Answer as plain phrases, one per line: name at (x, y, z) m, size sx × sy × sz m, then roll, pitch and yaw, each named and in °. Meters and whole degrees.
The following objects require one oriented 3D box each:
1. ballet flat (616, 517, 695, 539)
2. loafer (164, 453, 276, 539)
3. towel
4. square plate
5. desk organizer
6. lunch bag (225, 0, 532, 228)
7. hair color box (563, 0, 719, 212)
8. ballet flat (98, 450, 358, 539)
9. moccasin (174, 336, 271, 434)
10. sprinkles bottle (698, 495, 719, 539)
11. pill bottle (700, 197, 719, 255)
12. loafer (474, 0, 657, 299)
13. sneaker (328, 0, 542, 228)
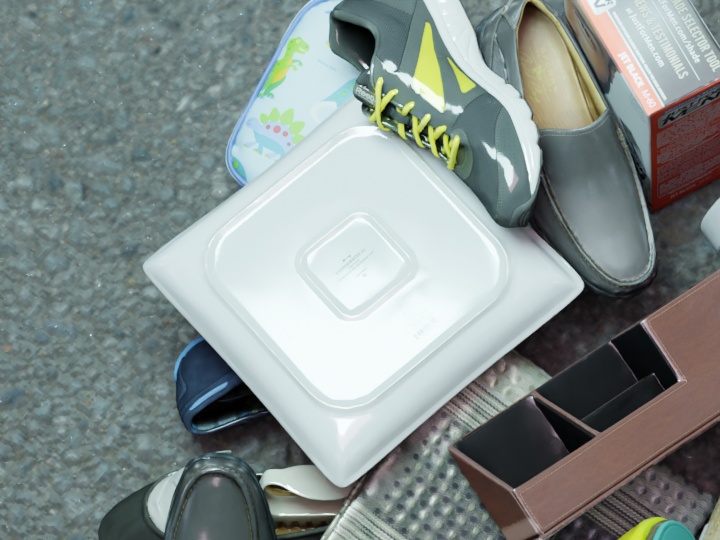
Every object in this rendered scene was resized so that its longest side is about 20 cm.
ballet flat at (0.144, 0.228, 1.637) m, size 0.067 × 0.067 × 0.200 m, roll -19°, pitch 30°, yaw 40°
loafer at (-0.089, 0.213, 1.687) m, size 0.073 × 0.072 × 0.200 m, roll 1°, pitch 101°, yaw 4°
towel at (0.091, 0.161, 1.719) m, size 0.200 × 0.035 × 0.193 m, roll 37°, pitch 79°, yaw -5°
square plate at (0.000, 0.000, 1.706) m, size 0.200 × 0.028 × 0.198 m, roll -39°, pitch 69°, yaw -10°
desk organizer at (0.158, 0.084, 1.688) m, size 0.200 × 0.072 × 0.077 m, roll -32°, pitch 86°, yaw -17°
lunch bag at (0.029, -0.081, 1.793) m, size 0.200 × 0.082 × 0.161 m, roll 25°, pitch 80°, yaw 13°
hair color box at (0.178, -0.121, 1.723) m, size 0.064 × 0.200 × 0.111 m, roll -28°, pitch 73°, yaw -3°
ballet flat at (-0.070, 0.145, 1.749) m, size 0.200 × 0.068 × 0.068 m, roll -3°, pitch 49°, yaw 5°
moccasin at (-0.021, 0.063, 1.753) m, size 0.200 × 0.080 × 0.068 m, roll -22°, pitch 39°, yaw 20°
sprinkles bottle at (0.232, 0.191, 1.700) m, size 0.068 × 0.068 × 0.200 m, roll 22°, pitch 79°, yaw 12°
pill bottle at (0.304, 0.024, 1.714) m, size 0.112 × 0.112 × 0.200 m, roll -36°, pitch 74°, yaw -4°
loafer at (0.128, -0.077, 1.708) m, size 0.073 × 0.072 × 0.200 m, roll -26°, pitch 83°, yaw -13°
sneaker at (0.043, -0.098, 1.704) m, size 0.085 × 0.074 × 0.200 m, roll -14°, pitch 53°, yaw -21°
